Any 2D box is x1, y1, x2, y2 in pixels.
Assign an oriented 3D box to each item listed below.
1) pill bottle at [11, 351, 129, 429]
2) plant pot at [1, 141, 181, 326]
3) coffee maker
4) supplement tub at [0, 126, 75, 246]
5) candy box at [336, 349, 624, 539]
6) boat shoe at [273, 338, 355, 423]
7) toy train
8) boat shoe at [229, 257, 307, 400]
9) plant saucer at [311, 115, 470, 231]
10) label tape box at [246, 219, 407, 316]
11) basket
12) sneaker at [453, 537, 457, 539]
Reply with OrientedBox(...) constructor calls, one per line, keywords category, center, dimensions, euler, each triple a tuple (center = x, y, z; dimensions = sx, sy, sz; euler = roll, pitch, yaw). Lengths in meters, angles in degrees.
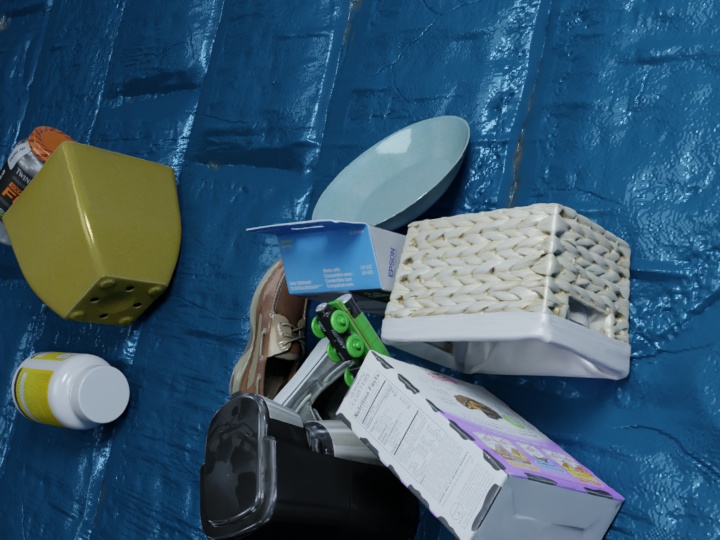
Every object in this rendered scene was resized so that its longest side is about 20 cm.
OrientedBox(category="pill bottle", center=(-0.429, 0.179, 1.523), dimensions=(0.199, 0.111, 0.112), euler=(-3, 74, 48))
OrientedBox(category="plant pot", center=(-0.377, -0.034, 1.489), dimensions=(0.194, 0.195, 0.201), euler=(-41, 56, 31))
OrientedBox(category="coffee maker", center=(-0.045, 0.226, 1.008), dimensions=(0.135, 0.199, 0.193), euler=(-49, 45, 25))
OrientedBox(category="supplement tub", center=(-0.576, -0.147, 1.797), dimensions=(0.200, 0.122, 0.123), euler=(-50, 45, 24))
OrientedBox(category="candy box", center=(0.101, 0.162, 0.892), dimensions=(0.200, 0.167, 0.072), euler=(38, 103, 48))
OrientedBox(category="boat shoe", center=(-0.052, 0.156, 1.137), dimensions=(0.201, 0.072, 0.071), euler=(-61, 38, 10))
OrientedBox(category="toy train", center=(0.020, 0.108, 1.006), dimensions=(0.042, 0.201, 0.056), euler=(-18, 19, 45))
OrientedBox(category="boat shoe", center=(-0.093, 0.082, 1.217), dimensions=(0.072, 0.075, 0.202), euler=(27, 106, 45))
OrientedBox(category="plant saucer", center=(0.039, -0.091, 1.106), dimensions=(0.200, 0.039, 0.202), euler=(-28, 26, 15))
OrientedBox(category="label tape box", center=(0.000, 0.000, 1.038), dimensions=(0.143, 0.199, 0.067), euler=(-4, 78, 47))
OrientedBox(category="basket", center=(0.136, 0.022, 0.933), dimensions=(0.199, 0.135, 0.125), euler=(-4, 69, 48))
OrientedBox(category="sneaker", center=(0.134, 0.276, 0.886), dimensions=(0.078, 0.084, 0.200), euler=(-62, 19, -1))
